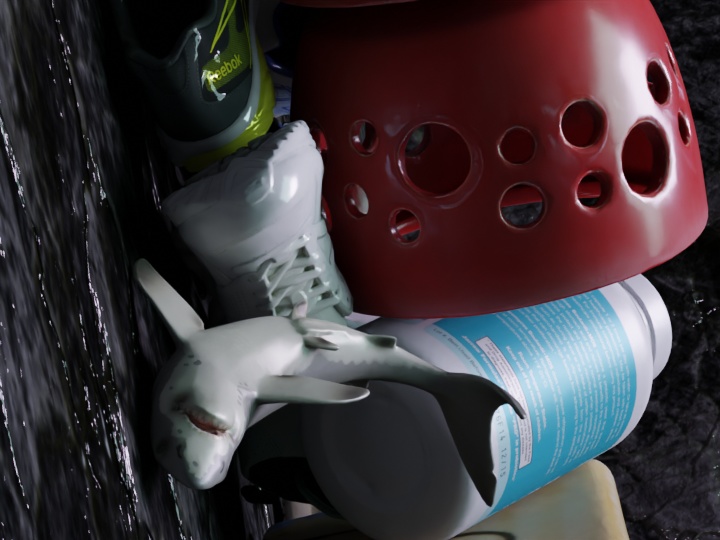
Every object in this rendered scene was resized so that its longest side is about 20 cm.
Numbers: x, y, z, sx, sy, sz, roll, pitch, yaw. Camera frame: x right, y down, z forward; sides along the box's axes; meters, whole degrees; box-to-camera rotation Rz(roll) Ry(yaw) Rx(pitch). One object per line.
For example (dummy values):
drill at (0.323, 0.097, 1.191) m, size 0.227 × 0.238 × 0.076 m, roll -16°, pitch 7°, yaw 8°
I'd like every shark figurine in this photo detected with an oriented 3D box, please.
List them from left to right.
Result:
shark figurine at (-0.035, 0.061, 1.284) m, size 0.128 × 0.214 × 0.090 m, roll 47°, pitch -57°, yaw 34°

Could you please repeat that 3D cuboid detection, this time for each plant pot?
plant pot at (0.060, -0.092, 1.417) m, size 0.200 × 0.200 × 0.183 m, roll -87°, pitch 167°, yaw -76°

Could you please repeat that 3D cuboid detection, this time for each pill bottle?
pill bottle at (0.071, 0.056, 1.442) m, size 0.200 × 0.111 × 0.111 m, roll -23°, pitch 105°, yaw -45°

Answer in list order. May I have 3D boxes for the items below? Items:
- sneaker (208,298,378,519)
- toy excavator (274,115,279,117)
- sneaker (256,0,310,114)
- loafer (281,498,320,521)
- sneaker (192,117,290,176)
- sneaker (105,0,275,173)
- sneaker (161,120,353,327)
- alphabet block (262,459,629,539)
sneaker at (0.012, 0.081, 1.509) m, size 0.074 × 0.200 × 0.118 m, roll -39°, pitch -131°, yaw 47°
toy excavator at (-0.070, -0.164, 1.649) m, size 0.195 × 0.100 × 0.200 m, roll -96°, pitch 159°, yaw -50°
sneaker at (-0.029, -0.116, 1.533) m, size 0.200 × 0.088 × 0.075 m, roll 11°, pitch 96°, yaw -59°
loafer at (0.000, 0.198, 1.600) m, size 0.076 × 0.068 × 0.200 m, roll 72°, pitch 8°, yaw -60°
sneaker at (-0.049, -0.047, 1.572) m, size 0.200 × 0.078 × 0.089 m, roll -80°, pitch 160°, yaw -80°
sneaker at (-0.083, -0.145, 1.371) m, size 0.085 × 0.074 × 0.200 m, roll 60°, pitch 12°, yaw -53°
sneaker at (-0.035, -0.005, 1.335) m, size 0.099 × 0.078 × 0.200 m, roll 58°, pitch -4°, yaw 7°
alphabet block at (0.054, 0.222, 1.418) m, size 0.200 × 0.195 × 0.197 m, roll -78°, pitch 154°, yaw -79°
